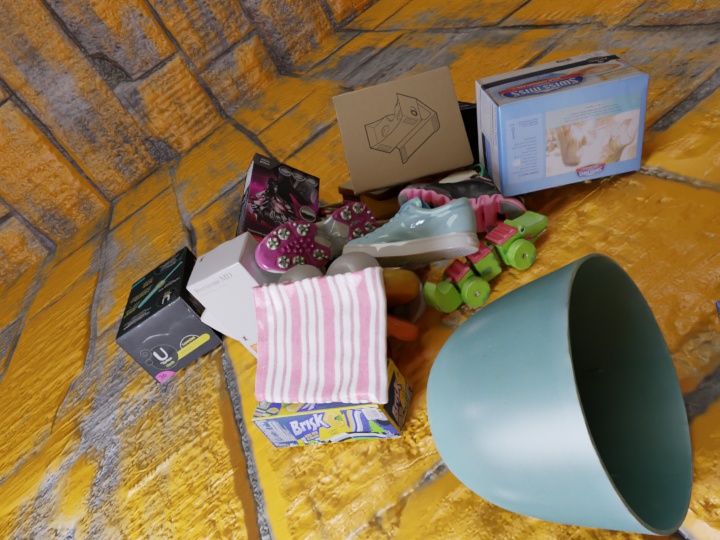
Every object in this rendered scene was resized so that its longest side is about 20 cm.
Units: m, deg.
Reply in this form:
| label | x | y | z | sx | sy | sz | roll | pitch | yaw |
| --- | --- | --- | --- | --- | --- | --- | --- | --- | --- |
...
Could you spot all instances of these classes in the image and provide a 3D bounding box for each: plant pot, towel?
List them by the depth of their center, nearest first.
| label | x | y | z | sx | sy | sz | roll | pitch | yaw |
| --- | --- | --- | --- | --- | --- | --- | --- | --- | --- |
| plant pot | 0.153 | 0.109 | 0.472 | 0.159 | 0.201 | 0.203 | -24 | 29 | 43 |
| towel | -0.053 | 0.080 | 0.659 | 0.197 | 0.030 | 0.150 | -8 | 82 | 36 |

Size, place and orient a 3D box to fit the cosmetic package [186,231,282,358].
| label | x | y | z | sx | sy | sz | roll | pitch | yaw |
| --- | --- | --- | --- | --- | --- | --- | --- | --- | --- |
| cosmetic package | -0.152 | 0.051 | 0.844 | 0.100 | 0.201 | 0.072 | -23 | 36 | 21 |

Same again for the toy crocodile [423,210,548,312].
| label | x | y | z | sx | sy | sz | roll | pitch | yaw |
| --- | --- | --- | --- | --- | --- | --- | --- | --- | --- |
| toy crocodile | 0.167 | -0.015 | 0.751 | 0.199 | 0.062 | 0.067 | -38 | 30 | -5 |

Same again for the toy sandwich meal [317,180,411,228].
| label | x | y | z | sx | sy | sz | roll | pitch | yaw |
| --- | --- | --- | --- | --- | --- | --- | --- | --- | --- |
| toy sandwich meal | 0.008 | -0.123 | 0.991 | 0.200 | 0.072 | 0.206 | -1 | 18 | 0 |

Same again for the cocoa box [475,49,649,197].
| label | x | y | z | sx | sy | sz | roll | pitch | yaw |
| --- | --- | --- | --- | --- | --- | --- | --- | --- | --- |
| cocoa box | 0.272 | -0.205 | 0.787 | 0.195 | 0.136 | 0.132 | -11 | 32 | 3 |

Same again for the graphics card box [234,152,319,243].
| label | x | y | z | sx | sy | sz | roll | pitch | yaw |
| --- | --- | --- | --- | --- | --- | --- | --- | --- | --- |
| graphics card box | -0.132 | -0.088 | 0.911 | 0.051 | 0.123 | 0.203 | -50 | 29 | 43 |

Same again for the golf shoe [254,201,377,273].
| label | x | y | z | sx | sy | sz | roll | pitch | yaw |
| --- | --- | --- | --- | --- | --- | --- | --- | --- | --- |
| golf shoe | -0.068 | -0.036 | 0.831 | 0.197 | 0.077 | 0.091 | -20 | -8 | -30 |

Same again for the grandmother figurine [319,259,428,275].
| label | x | y | z | sx | sy | sz | roll | pitch | yaw |
| --- | --- | --- | --- | --- | --- | --- | --- | --- | --- |
| grandmother figurine | 0.000 | 0.000 | 0.868 | 0.197 | 0.121 | 0.062 | -23 | 59 | 21 |

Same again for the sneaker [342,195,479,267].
| label | x | y | z | sx | sy | sz | roll | pitch | yaw |
| --- | --- | --- | --- | --- | --- | --- | --- | --- | --- |
| sneaker | 0.064 | -0.053 | 0.757 | 0.196 | 0.074 | 0.084 | -6 | 75 | 27 |

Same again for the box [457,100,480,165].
| label | x | y | z | sx | sy | sz | roll | pitch | yaw |
| --- | --- | --- | --- | --- | --- | --- | --- | --- | --- |
| box | 0.096 | -0.246 | 1.039 | 0.196 | 0.106 | 0.182 | -14 | 26 | -16 |

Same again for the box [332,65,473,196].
| label | x | y | z | sx | sy | sz | roll | pitch | yaw |
| --- | --- | --- | --- | --- | --- | --- | --- | --- | --- |
| box | 0.065 | -0.223 | 0.900 | 0.195 | 0.167 | 0.021 | -14 | -6 | 1 |

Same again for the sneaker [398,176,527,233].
| label | x | y | z | sx | sy | sz | roll | pitch | yaw |
| --- | --- | --- | --- | --- | --- | --- | --- | --- | --- |
| sneaker | 0.156 | -0.107 | 0.851 | 0.196 | 0.080 | 0.096 | 9 | 46 | 21 |

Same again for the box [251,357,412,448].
| label | x | y | z | sx | sy | sz | roll | pitch | yaw |
| --- | --- | --- | --- | --- | --- | --- | --- | --- | --- |
| box | -0.037 | 0.168 | 0.704 | 0.197 | 0.065 | 0.071 | -15 | 36 | 31 |

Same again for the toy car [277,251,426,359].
| label | x | y | z | sx | sy | sz | roll | pitch | yaw |
| --- | --- | --- | --- | --- | --- | --- | --- | --- | --- |
| toy car | -0.010 | 0.069 | 0.751 | 0.197 | 0.174 | 0.154 | -12 | 73 | 34 |

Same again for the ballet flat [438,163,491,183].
| label | x | y | z | sx | sy | sz | roll | pitch | yaw |
| --- | --- | --- | --- | --- | --- | --- | --- | --- | --- |
| ballet flat | 0.128 | -0.108 | 0.914 | 0.198 | 0.071 | 0.068 | -33 | 30 | 6 |

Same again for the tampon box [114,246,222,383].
| label | x | y | z | sx | sy | sz | roll | pitch | yaw |
| --- | --- | --- | --- | --- | --- | --- | --- | --- | --- |
| tampon box | -0.362 | 0.082 | 1.096 | 0.148 | 0.127 | 0.201 | -32 | 31 | 6 |

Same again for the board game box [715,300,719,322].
| label | x | y | z | sx | sy | sz | roll | pitch | yaw |
| --- | --- | --- | --- | --- | --- | --- | --- | --- | --- |
| board game box | 0.375 | 0.083 | 0.415 | 0.132 | 0.045 | 0.202 | -22 | 33 | 23 |

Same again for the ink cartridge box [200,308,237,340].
| label | x | y | z | sx | sy | sz | roll | pitch | yaw |
| --- | --- | --- | --- | --- | --- | --- | --- | --- | --- |
| ink cartridge box | -0.189 | 0.006 | 0.984 | 0.200 | 0.082 | 0.149 | -47 | 18 | 46 |

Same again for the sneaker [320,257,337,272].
| label | x | y | z | sx | sy | sz | roll | pitch | yaw |
| --- | --- | --- | --- | --- | --- | --- | --- | --- | --- |
| sneaker | -0.087 | -0.011 | 0.992 | 0.128 | 0.080 | 0.200 | 7 | 51 | 52 |
